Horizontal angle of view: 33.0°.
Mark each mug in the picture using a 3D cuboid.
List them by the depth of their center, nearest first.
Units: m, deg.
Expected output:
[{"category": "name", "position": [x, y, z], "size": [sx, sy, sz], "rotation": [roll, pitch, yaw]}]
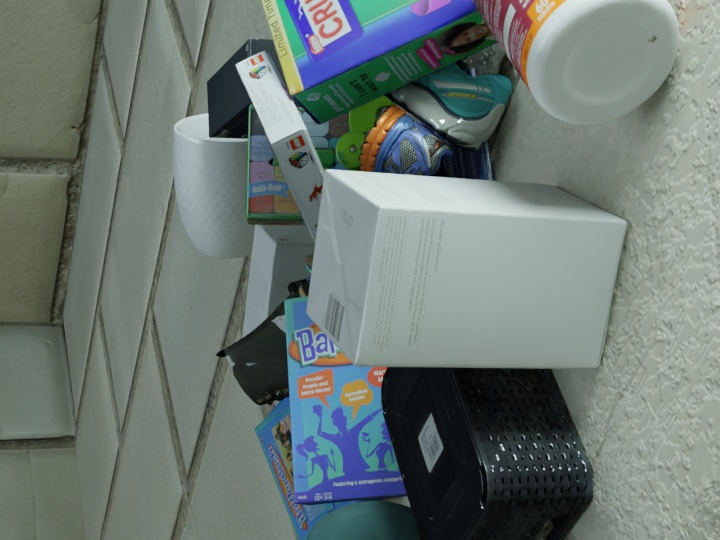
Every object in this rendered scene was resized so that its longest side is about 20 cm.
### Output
[{"category": "mug", "position": [-0.178, -0.123, 1.702], "size": [0.200, 0.147, 0.176], "rotation": [-62, -24, -65]}]

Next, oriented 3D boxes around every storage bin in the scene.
[{"category": "storage bin", "position": [0.096, 0.136, 1.005], "size": [0.135, 0.094, 0.200], "rotation": [112, 152, -42]}]

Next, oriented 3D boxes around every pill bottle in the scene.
[{"category": "pill bottle", "position": [0.142, -0.204, 0.886], "size": [0.200, 0.109, 0.110], "rotation": [-111, 31, -45]}]

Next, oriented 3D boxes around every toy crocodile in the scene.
[{"category": "toy crocodile", "position": [0.018, -0.078, 1.219], "size": [0.068, 0.062, 0.200], "rotation": [24, -122, -73]}]

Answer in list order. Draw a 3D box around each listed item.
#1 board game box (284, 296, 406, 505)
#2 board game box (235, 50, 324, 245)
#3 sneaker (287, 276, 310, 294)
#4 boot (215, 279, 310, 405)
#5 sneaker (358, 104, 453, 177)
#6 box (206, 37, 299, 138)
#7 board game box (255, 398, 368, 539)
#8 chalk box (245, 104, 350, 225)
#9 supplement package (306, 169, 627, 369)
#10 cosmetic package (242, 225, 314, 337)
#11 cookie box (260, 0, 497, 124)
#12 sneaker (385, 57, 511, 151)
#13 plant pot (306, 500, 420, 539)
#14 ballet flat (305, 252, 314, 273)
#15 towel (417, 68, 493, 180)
[{"category": "board game box", "position": [0.008, 0.118, 1.166], "size": [0.045, 0.152, 0.200], "rotation": [34, -131, -68]}, {"category": "board game box", "position": [-0.051, -0.086, 1.110], "size": [0.126, 0.035, 0.200], "rotation": [-115, 2, -45]}, {"category": "sneaker", "position": [-0.069, 0.094, 1.451], "size": [0.071, 0.083, 0.200], "rotation": [-125, 38, -56]}, {"category": "boot", "position": [-0.044, 0.125, 1.247], "size": [0.200, 0.138, 0.077], "rotation": [58, -172, 19]}, {"category": "sneaker", "position": [0.045, -0.054, 1.113], "size": [0.078, 0.075, 0.200], "rotation": [27, 146, 25]}, {"category": "box", "position": [-0.092, -0.212, 1.454], "size": [0.200, 0.141, 0.079], "rotation": [164, 107, -69]}, {"category": "board game box", "position": [-0.045, 0.208, 1.358], "size": [0.152, 0.045, 0.200], "rotation": [66, 150, 15]}, {"category": "chalk box", "position": [-0.063, -0.111, 1.329], "size": [0.200, 0.124, 0.124], "rotation": [-162, 74, -86]}, {"category": "supplement package", "position": [0.076, -0.001, 0.914], "size": [0.121, 0.200, 0.120], "rotation": [-139, 55, -64]}, {"category": "cosmetic package", "position": [-0.101, 0.047, 1.553], "size": [0.101, 0.071, 0.200], "rotation": [-137, 52, -63]}, {"category": "cookie box", "position": [0.017, -0.248, 1.067], "size": [0.075, 0.200, 0.171], "rotation": [39, -150, -63]}, {"category": "sneaker", "position": [0.062, -0.180, 1.113], "size": [0.200, 0.077, 0.080], "rotation": [40, 98, 38]}, {"category": "plant pot", "position": [0.015, 0.320, 1.093], "size": [0.188, 0.200, 0.200], "rotation": [-91, 15, -54]}, {"category": "ballet flat", "position": [0.000, 0.000, 1.313], "size": [0.072, 0.068, 0.200], "rotation": [-69, 27, 12]}, {"category": "towel", "position": [0.071, -0.089, 1.183], "size": [0.200, 0.024, 0.145], "rotation": [133, 134, -60]}]
